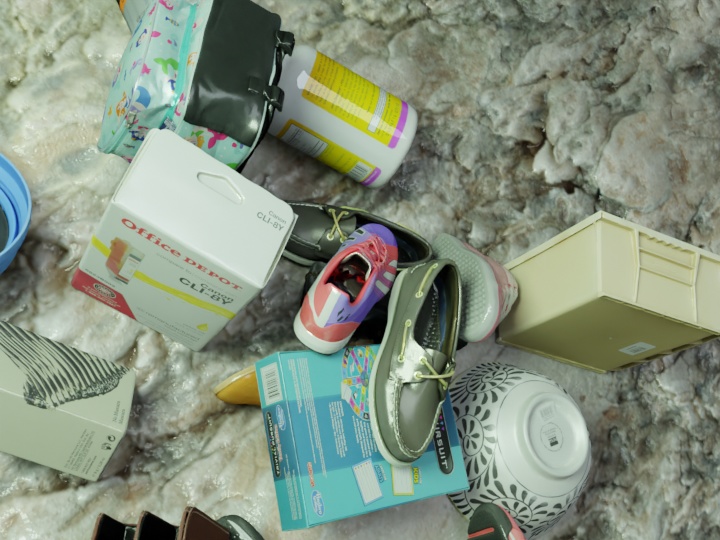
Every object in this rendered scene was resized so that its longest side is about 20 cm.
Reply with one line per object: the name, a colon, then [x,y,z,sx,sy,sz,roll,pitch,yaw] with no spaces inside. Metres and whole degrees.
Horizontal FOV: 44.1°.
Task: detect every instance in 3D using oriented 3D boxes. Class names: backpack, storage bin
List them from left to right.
backpack: [-0.166,-0.151,0.851,0.148,0.200,0.180,16,54,-17]
storage bin: [0.288,0.037,1.023,0.196,0.200,0.095,16,64,-22]

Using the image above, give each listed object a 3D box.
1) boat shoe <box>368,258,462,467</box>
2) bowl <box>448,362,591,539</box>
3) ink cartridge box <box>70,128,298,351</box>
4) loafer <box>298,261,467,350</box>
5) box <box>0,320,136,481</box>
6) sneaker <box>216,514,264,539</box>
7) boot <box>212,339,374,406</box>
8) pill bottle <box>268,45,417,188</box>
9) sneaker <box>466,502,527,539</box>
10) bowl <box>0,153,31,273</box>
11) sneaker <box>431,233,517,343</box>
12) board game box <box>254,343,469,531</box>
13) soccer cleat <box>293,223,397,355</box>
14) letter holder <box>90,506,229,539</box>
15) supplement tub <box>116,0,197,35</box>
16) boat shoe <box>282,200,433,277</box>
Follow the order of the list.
boat shoe: [0.057,0.082,0.839,0.071,0.060,0.205,26,59,-29]
bowl: [0.187,0.187,0.972,0.198,0.094,0.204,11,66,-25]
ink cartridge box: [-0.165,-0.019,0.798,0.144,0.200,0.084,30,59,-14]
loafer: [0.030,0.042,0.960,0.197,0.073,0.073,17,59,-23]
box: [-0.294,0.097,0.740,0.198,0.069,0.083,25,29,-23]
sneaker: [-0.070,0.308,0.810,0.201,0.073,0.080,55,27,7]
boot: [-0.038,0.154,0.877,0.199,0.071,0.146,-8,74,-35]
pill bottle: [-0.042,-0.180,0.987,0.198,0.104,0.106,27,60,-17]
sneaker: [0.178,0.328,0.936,0.086,0.073,0.202,-27,92,-43]
bowl: [-0.382,-0.051,0.745,0.198,0.040,0.202,16,38,-13]
sneaker: [0.138,0.030,0.971,0.104,0.076,0.201,31,15,-19]
board game box: [0.005,0.150,0.844,0.198,0.047,0.154,0,74,-39]
soccer cleat: [0.000,0.000,0.856,0.068,0.074,0.200,32,37,3]
letter holder: [-0.173,0.292,0.687,0.099,0.143,0.203,1,67,5]
supplement tub: [-0.216,-0.337,0.944,0.121,0.122,0.202,-20,80,-33]
boat shoe: [-0.015,-0.039,0.970,0.198,0.061,0.073,17,60,-22]
